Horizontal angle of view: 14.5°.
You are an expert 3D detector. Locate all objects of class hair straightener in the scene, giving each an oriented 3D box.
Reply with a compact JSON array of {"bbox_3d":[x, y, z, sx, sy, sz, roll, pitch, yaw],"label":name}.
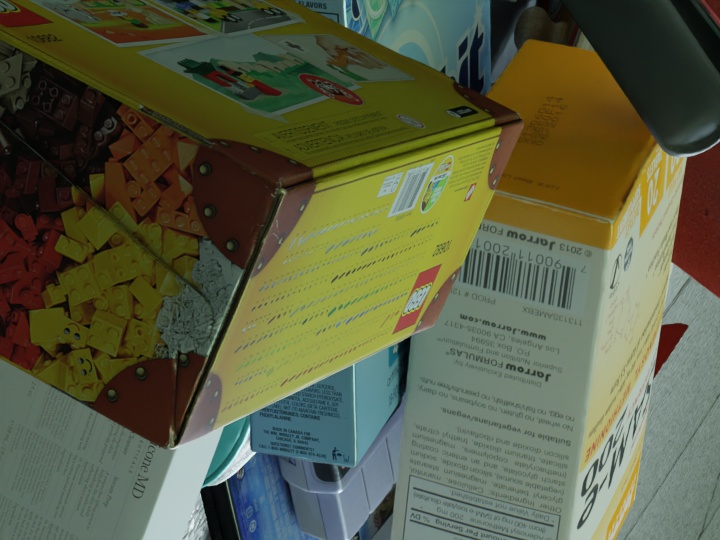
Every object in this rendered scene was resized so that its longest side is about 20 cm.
[{"bbox_3d":[0.070,-0.125,0.994,0.041,0.200,0.077,-29,-172,30],"label":"hair straightener"}]

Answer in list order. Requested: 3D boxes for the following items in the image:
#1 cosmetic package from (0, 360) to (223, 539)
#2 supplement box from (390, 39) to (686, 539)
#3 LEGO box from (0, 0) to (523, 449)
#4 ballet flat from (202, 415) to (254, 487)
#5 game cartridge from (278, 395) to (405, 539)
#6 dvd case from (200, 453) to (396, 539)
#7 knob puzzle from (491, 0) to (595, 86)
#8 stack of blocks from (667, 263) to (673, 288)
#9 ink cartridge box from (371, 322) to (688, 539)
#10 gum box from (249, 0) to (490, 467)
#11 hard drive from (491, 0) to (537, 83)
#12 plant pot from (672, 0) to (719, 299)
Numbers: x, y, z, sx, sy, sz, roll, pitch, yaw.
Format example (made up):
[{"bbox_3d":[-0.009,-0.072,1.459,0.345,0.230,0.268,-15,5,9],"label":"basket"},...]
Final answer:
[{"bbox_3d":[-0.114,0.110,0.990,0.051,0.083,0.200,-31,146,-62],"label":"cosmetic package"},{"bbox_3d":[0.069,0.031,1.075,0.126,0.074,0.200,-55,154,-54],"label":"supplement box"},{"bbox_3d":[-0.060,-0.033,0.797,0.077,0.149,0.200,-67,164,16],"label":"LEGO box"},{"bbox_3d":[-0.056,0.004,1.050,0.069,0.069,0.200,-52,158,-35],"label":"ballet flat"},{"bbox_3d":[0.000,0.000,1.157,0.130,0.038,0.200,-54,143,-44],"label":"game cartridge"},{"bbox_3d":[-0.007,0.053,1.217,0.200,0.018,0.143,-47,137,-42],"label":"dvd case"},{"bbox_3d":[0.071,-0.085,1.200,0.220,0.030,0.220,-165,-90,-86],"label":"knob puzzle"},{"bbox_3d":[0.092,0.024,1.462,0.059,0.115,0.200,-53,161,-33],"label":"stack of blocks"},{"bbox_3d":[0.040,0.084,1.327,0.057,0.163,0.200,50,57,-29],"label":"ink cartridge box"},{"bbox_3d":[0.004,-0.057,1.028,0.170,0.045,0.200,-53,147,-57],"label":"gum box"},{"bbox_3d":[0.059,-0.131,1.263,0.200,0.026,0.132,-32,146,-61],"label":"hard drive"},{"bbox_3d":[0.210,-0.117,1.280,0.200,0.200,0.176,-28,138,-27],"label":"plant pot"}]
